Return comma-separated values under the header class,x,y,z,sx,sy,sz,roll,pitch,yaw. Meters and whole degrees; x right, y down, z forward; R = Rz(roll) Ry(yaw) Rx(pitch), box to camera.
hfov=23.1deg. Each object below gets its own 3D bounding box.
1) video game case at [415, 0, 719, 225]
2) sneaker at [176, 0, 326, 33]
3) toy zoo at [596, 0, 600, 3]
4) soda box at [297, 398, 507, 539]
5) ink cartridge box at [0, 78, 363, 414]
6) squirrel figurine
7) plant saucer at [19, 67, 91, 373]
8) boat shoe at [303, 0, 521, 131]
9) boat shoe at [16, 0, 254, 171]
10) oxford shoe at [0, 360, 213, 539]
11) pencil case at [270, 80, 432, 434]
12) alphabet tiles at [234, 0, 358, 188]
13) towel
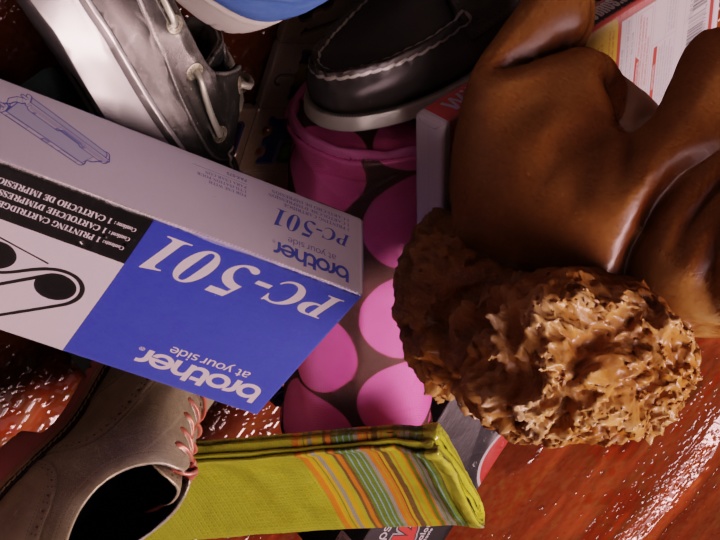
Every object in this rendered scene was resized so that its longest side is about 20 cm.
class,x,y,z,sx,sy,sz,roll,pitch,yaw
video game case,0.099,-0.052,0.817,0.200,0.017,0.144,-34,138,-34
sneaker,-0.074,-0.149,0.597,0.199,0.111,0.077,29,68,-32
toy zoo,0.108,-0.034,0.884,0.131,0.020,0.201,-7,105,-42
soda box,0.041,0.076,0.957,0.071,0.063,0.201,11,117,-45
ink cartridge box,-0.107,-0.012,0.690,0.199,0.044,0.094,20,136,-22
squirrel figurine,0.117,0.002,0.698,0.200,0.186,0.142,-48,144,-17
plant saucer,-0.118,-0.001,0.786,0.070,0.019,0.200,-36,139,-6
boat shoe,0.050,-0.132,0.774,0.201,0.072,0.061,-37,137,-26
boat shoe,-0.076,-0.072,0.725,0.064,0.071,0.200,-37,137,-8
oxford shoe,-0.090,0.073,0.772,0.200,0.074,0.071,-50,140,-28
pencil case,0.000,0.000,0.833,0.090,0.094,0.201,11,129,7
alphabet tiles,-0.019,-0.050,0.843,0.166,0.008,0.201,-4,126,-37
towel,-0.043,0.109,0.856,0.199,0.018,0.086,-6,141,19
